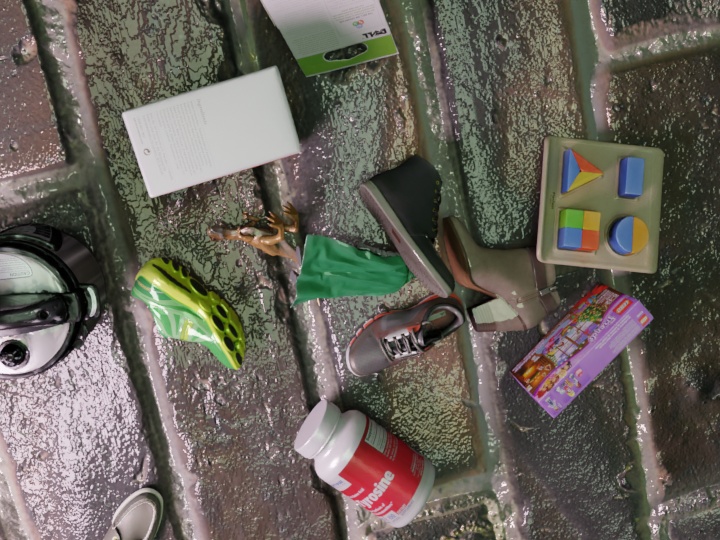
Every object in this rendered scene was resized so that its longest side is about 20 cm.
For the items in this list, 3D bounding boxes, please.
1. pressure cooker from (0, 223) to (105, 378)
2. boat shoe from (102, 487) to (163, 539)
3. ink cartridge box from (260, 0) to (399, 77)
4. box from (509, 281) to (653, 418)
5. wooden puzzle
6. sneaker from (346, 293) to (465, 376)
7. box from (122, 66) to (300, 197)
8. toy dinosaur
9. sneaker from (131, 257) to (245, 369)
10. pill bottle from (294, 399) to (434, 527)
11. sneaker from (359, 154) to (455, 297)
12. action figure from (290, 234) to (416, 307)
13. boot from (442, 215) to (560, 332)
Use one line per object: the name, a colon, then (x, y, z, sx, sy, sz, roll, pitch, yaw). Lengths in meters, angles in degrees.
pressure cooker: (-0.431, 0.042, 0.950, 0.178, 0.200, 0.176, 41, 94, -11)
boat shoe: (-0.361, 0.423, 1.104, 0.071, 0.060, 0.204, 31, 95, -11)
ink cartridge box: (-0.043, -0.357, 0.955, 0.145, 0.200, 0.077, -11, 63, 14)
box: (0.320, 0.112, 1.087, 0.039, 0.137, 0.200, 44, 93, -12)
wooden puzzle: (0.360, -0.098, 1.082, 0.195, 0.046, 0.190, 6, 86, -9)
sneaker: (0.067, 0.095, 1.083, 0.198, 0.082, 0.078, -31, 102, 0)
box: (-0.186, -0.180, 0.962, 0.196, 0.152, 0.109, -17, 101, -3)
toy dinosaur: (-0.120, -0.040, 1.061, 0.197, 0.061, 0.107, 25, 131, -13)
sneaker: (-0.243, 0.068, 1.059, 0.083, 0.074, 0.200, -36, 106, 26)
pill bottle: (0.005, 0.282, 1.094, 0.198, 0.112, 0.113, 36, 95, -11)
sneaker: (0.095, -0.068, 1.033, 0.105, 0.075, 0.202, -33, 81, -11)
action figure: (0.000, 0.000, 1.059, 0.196, 0.055, 0.120, 3, 126, -24)
boot: (0.215, -0.005, 1.096, 0.144, 0.070, 0.204, -20, 102, -9)
